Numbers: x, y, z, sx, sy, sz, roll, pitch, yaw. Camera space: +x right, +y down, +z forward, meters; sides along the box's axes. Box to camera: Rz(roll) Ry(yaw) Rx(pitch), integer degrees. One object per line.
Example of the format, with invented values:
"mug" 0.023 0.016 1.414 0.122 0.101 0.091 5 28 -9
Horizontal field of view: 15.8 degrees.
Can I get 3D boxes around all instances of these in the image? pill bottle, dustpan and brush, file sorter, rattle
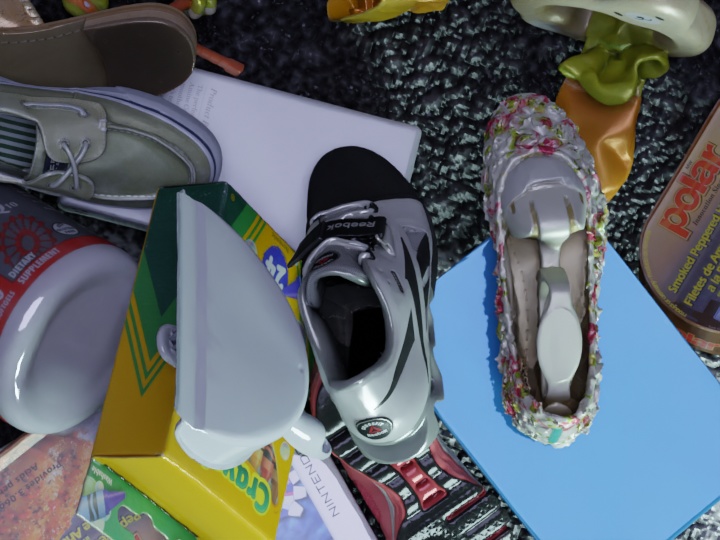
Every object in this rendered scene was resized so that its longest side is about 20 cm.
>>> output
"pill bottle" -0.226 0.000 1.479 0.200 0.116 0.116 29 86 30
"dustpan and brush" -0.058 0.059 1.403 0.057 0.200 0.140 -20 56 30
"file sorter" 0.119 0.072 1.533 0.139 0.123 0.200 -38 91 -4
"rattle" 0.138 -0.120 1.499 0.130 0.200 0.143 32 85 -8

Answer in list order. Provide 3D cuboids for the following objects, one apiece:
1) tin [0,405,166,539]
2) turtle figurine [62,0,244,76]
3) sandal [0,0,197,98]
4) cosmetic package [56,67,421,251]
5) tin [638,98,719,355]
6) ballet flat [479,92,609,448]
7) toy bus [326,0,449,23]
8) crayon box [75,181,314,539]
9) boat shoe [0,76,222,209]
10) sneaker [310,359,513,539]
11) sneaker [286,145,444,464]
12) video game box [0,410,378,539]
"tin" -0.183 0.158 1.501 0.200 0.042 0.112 -37 86 -5
"turtle figurine" -0.131 -0.206 1.553 0.199 0.064 0.162 27 78 8
"sandal" -0.197 -0.130 1.503 0.211 0.070 0.078 -6 127 5
"cosmetic package" -0.073 -0.060 1.550 0.199 0.074 0.102 16 87 -5
"tin" 0.239 -0.035 1.547 0.112 0.042 0.200 28 62 13
"ballet flat" 0.108 -0.002 1.442 0.075 0.064 0.201 -7 88 -3
"toy bus" 0.069 -0.246 1.548 0.191 0.136 0.201 2 90 -20
"crayon box" -0.084 0.068 1.450 0.051 0.126 0.201 -3 61 30
"boat shoe" -0.176 -0.069 1.461 0.199 0.062 0.072 11 117 -8
"sneaker" 0.030 0.117 1.554 0.074 0.087 0.201 -29 114 0
"sneaker" 0.000 0.000 1.438 0.074 0.089 0.201 -21 54 13
"video game box" -0.108 0.148 1.554 0.199 0.047 0.183 -30 88 -4
